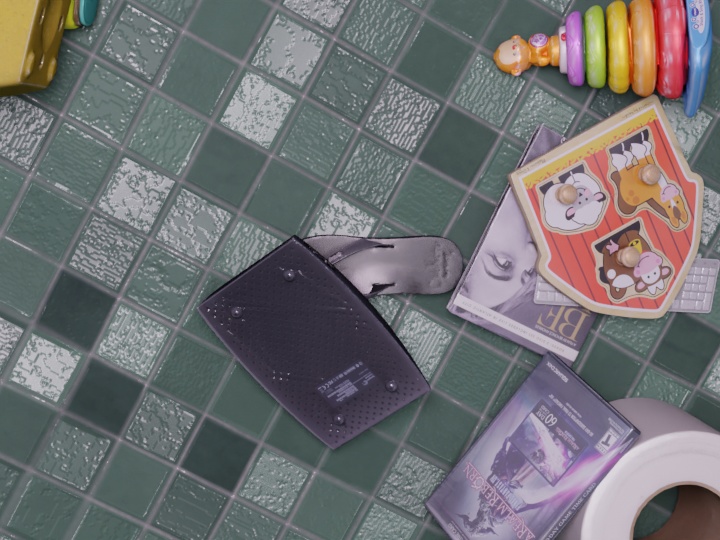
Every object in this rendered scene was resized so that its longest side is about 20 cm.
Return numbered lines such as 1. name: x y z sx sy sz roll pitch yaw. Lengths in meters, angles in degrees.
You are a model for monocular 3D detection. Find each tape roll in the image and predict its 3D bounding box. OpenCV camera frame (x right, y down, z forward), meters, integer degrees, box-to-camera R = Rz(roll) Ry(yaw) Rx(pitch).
1. tape roll: 0.289 0.237 1.246 0.202 0.139 0.203 -1 98 -8

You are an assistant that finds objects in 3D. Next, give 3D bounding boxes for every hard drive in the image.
1. hard drive: -0.041 0.065 1.192 0.135 0.042 0.200 -34 111 21

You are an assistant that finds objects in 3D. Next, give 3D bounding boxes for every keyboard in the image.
1. keyboard: 0.265 0.010 1.261 0.200 0.011 0.056 4 96 -18

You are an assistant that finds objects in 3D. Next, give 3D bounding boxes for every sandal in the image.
1. sandal: 0.000 -0.001 1.216 0.200 0.043 0.076 -10 99 -7

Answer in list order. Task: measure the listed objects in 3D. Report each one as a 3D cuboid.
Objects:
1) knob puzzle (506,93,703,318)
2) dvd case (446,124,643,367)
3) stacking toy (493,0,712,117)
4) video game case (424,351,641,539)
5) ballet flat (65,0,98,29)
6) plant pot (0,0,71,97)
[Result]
1. knob puzzle: 0.257 -0.043 1.231 0.219 0.030 0.220 -1 94 -19
2. dvd case: 0.190 -0.021 1.247 0.149 0.016 0.200 25 94 -20
3. stacking toy: 0.225 -0.211 1.202 0.200 0.110 0.116 -2 66 10
4. video game case: 0.159 0.191 1.212 0.019 0.143 0.200 35 97 -37
5. ballet flat: -0.251 -0.316 1.127 0.067 0.067 0.200 17 97 7
6. plant pot: -0.345 -0.231 1.039 0.200 0.196 0.195 15 95 -2
